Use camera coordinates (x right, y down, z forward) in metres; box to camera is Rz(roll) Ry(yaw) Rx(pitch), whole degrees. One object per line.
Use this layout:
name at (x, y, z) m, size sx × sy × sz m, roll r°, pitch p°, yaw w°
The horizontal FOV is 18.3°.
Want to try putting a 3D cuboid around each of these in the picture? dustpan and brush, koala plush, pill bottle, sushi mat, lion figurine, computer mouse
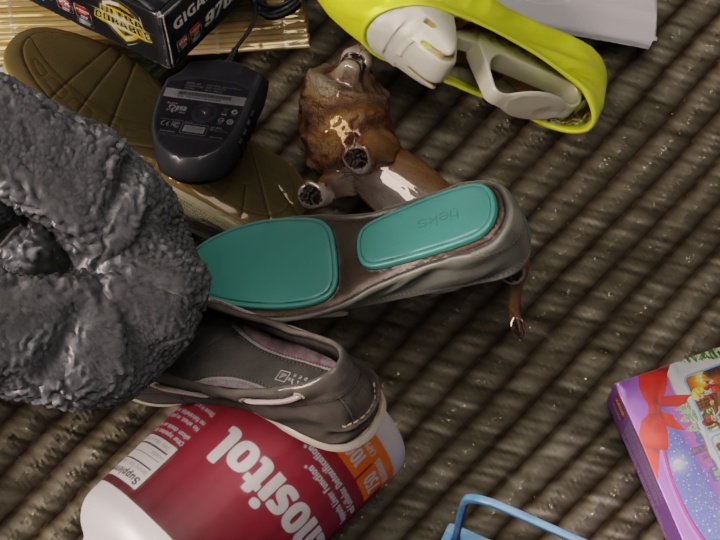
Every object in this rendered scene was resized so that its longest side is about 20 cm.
dustpan and brush at (0.124, -0.236, 1.420) m, size 0.139 × 0.057 × 0.200 m, roll 9°, pitch 75°, yaw -9°
koala plush at (-0.195, 0.001, 1.192) m, size 0.184 × 0.200 × 0.178 m, roll 20°, pitch 76°, yaw -25°
pill bottle at (-0.080, 0.133, 1.237) m, size 0.113 × 0.113 × 0.200 m, roll 42°, pitch 75°, yaw 13°
sushi mat at (-0.132, -0.172, 1.373) m, size 0.200 × 0.012 × 0.096 m, roll -3°, pitch 69°, yaw 0°
lion figurine at (0.034, -0.044, 1.329) m, size 0.200 × 0.122 × 0.072 m, roll 45°, pitch 111°, yaw -2°
computer mouse at (-0.072, -0.124, 1.319) m, size 0.059 × 0.034 × 0.200 m, roll 11°, pitch 54°, yaw 17°

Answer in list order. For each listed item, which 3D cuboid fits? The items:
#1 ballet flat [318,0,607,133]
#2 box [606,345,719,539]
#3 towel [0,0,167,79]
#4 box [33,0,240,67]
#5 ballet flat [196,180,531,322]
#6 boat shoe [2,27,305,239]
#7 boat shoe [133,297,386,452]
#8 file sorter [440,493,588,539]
ballet flat at (0.063, -0.132, 1.331) m, size 0.200 × 0.067 × 0.067 m, roll 20°, pitch 46°, yaw -22°
box at (0.243, 0.136, 1.283) m, size 0.137 × 0.039 × 0.200 m, roll -18°, pitch 71°, yaw -9°
towel at (-0.206, -0.135, 1.385) m, size 0.149 × 0.031 × 0.200 m, roll 40°, pitch 76°, yaw 15°
box at (-0.142, -0.220, 1.345) m, size 0.200 × 0.046 × 0.159 m, roll 28°, pitch 59°, yaw 26°
ballet flat at (0.000, 0.000, 1.253) m, size 0.200 × 0.064 × 0.067 m, roll -12°, pitch 58°, yaw 17°
boat shoe at (-0.128, -0.069, 1.326) m, size 0.201 × 0.066 × 0.072 m, roll 30°, pitch 52°, yaw 0°
boat shoe at (-0.077, 0.042, 1.195) m, size 0.200 × 0.057 × 0.067 m, roll 14°, pitch 59°, yaw 30°
file sorter at (0.075, 0.239, 1.196) m, size 0.139 × 0.123 × 0.200 m, roll 23°, pitch 70°, yaw 7°
